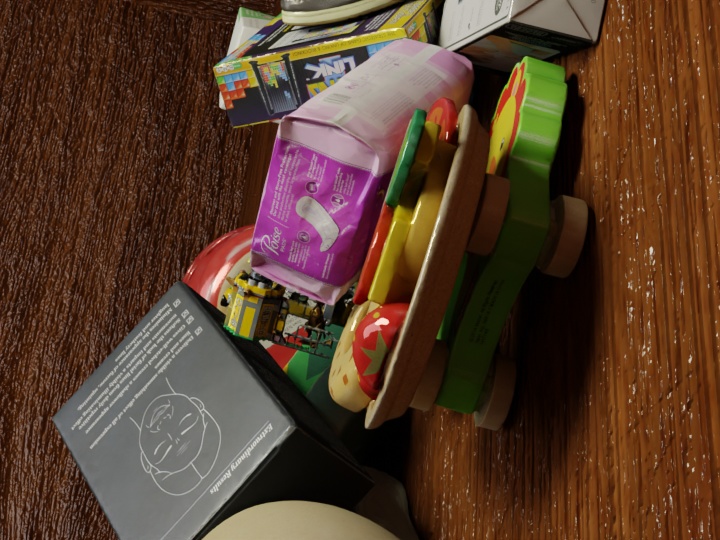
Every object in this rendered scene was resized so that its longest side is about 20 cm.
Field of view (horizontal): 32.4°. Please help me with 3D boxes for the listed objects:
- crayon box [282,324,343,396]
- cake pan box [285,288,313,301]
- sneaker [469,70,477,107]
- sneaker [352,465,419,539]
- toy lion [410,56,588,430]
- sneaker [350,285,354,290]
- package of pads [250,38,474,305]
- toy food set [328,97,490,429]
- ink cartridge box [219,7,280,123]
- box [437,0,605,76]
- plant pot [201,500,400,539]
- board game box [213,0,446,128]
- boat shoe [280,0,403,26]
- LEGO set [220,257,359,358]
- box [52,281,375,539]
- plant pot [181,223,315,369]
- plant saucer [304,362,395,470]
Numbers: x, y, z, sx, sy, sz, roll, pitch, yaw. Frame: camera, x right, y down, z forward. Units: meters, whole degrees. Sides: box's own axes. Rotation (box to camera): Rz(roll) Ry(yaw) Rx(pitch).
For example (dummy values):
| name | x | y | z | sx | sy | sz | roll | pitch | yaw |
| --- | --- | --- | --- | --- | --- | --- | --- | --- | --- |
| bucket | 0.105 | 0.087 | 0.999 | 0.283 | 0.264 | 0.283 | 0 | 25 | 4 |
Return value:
| name | x | y | z | sx | sy | sz | roll | pitch | yaw |
| --- | --- | --- | --- | --- | --- | --- | --- | --- | --- |
| crayon box | -0.056 | 0.147 | 1.061 | 0.200 | 0.051 | 0.127 | -52 | -24 | -29 |
| cake pan box | -0.001 | -0.092 | 1.123 | 0.200 | 0.052 | 0.185 | -48 | -26 | -57 |
| sneaker | 0.052 | -0.123 | 1.034 | 0.076 | 0.078 | 0.201 | 115 | 163 | -49 |
| sneaker | -0.005 | 0.239 | 0.945 | 0.200 | 0.076 | 0.112 | -99 | 28 | -73 |
| toy lion | 0.089 | -0.029 | 0.805 | 0.192 | 0.068 | 0.201 | -81 | 8 | -56 |
| sneaker | 0.024 | 0.024 | 1.110 | 0.093 | 0.070 | 0.200 | -49 | -21 | -33 |
| package of pads | 0.006 | -0.075 | 0.838 | 0.200 | 0.075 | 0.121 | -46 | -24 | -57 |
| toy food set | 0.027 | -0.006 | 0.718 | 0.200 | 0.048 | 0.199 | -61 | -12 | -89 |
| ink cartridge box | -0.037 | -0.193 | 1.259 | 0.145 | 0.199 | 0.088 | -106 | 32 | -70 |
| box | 0.111 | -0.205 | 0.850 | 0.200 | 0.060 | 0.118 | -169 | 90 | -79 |
| plant pot | -0.045 | 0.223 | 0.772 | 0.135 | 0.199 | 0.202 | -128 | 49 | -59 |
| board game box | -0.006 | -0.187 | 1.019 | 0.200 | 0.164 | 0.057 | -56 | -45 | -57 |
| boat shoe | 0.026 | -0.248 | 0.977 | 0.073 | 0.199 | 0.065 | -118 | 8 | -65 |
| LEGO set | 0.000 | 0.000 | 0.924 | 0.154 | 0.199 | 0.117 | -31 | -42 | -72 |
| box | -0.112 | 0.131 | 0.908 | 0.149 | 0.107 | 0.200 | -47 | 43 | 1 |
| plant pot | -0.084 | 0.050 | 1.255 | 0.182 | 0.199 | 0.202 | 176 | 105 | -78 |
| plant saucer | -0.020 | 0.157 | 1.037 | 0.200 | 0.036 | 0.201 | -51 | -24 | -33 |
